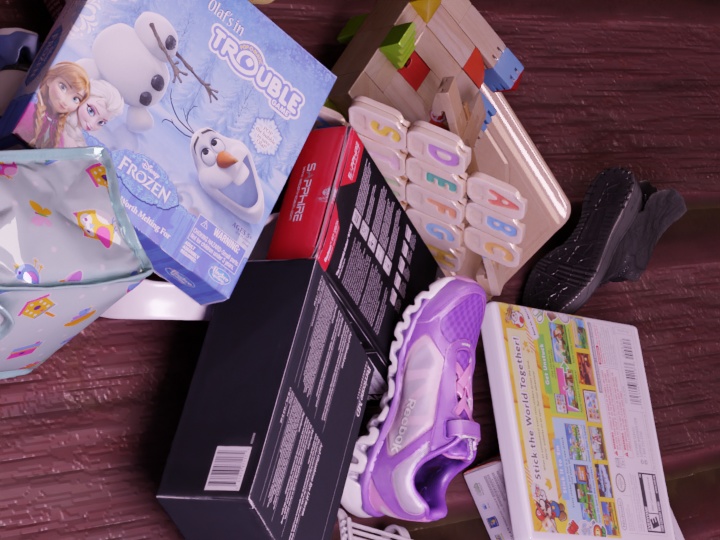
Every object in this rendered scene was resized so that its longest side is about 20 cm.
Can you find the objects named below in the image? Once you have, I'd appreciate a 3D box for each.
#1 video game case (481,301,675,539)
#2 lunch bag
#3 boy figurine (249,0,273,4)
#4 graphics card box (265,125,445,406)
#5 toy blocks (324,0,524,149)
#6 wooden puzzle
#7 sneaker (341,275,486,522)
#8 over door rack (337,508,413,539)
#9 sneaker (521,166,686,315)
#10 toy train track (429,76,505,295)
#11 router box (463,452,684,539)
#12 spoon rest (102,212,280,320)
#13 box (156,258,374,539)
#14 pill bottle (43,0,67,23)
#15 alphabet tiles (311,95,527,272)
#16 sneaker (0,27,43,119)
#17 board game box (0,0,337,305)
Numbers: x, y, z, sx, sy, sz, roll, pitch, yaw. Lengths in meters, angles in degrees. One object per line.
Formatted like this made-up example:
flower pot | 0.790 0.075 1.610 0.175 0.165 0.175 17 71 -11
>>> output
video game case | 0.179 0.132 1.814 0.181 0.023 0.201 10 64 -42
lunch bag | -0.260 0.007 1.395 0.199 0.170 0.123 -11 72 -46
boy figurine | -0.130 -0.280 1.727 0.125 0.064 0.200 -52 119 -27
graphics card box | 0.000 0.000 1.692 0.200 0.051 0.126 54 40 -46
toy blocks | 0.052 -0.149 1.802 0.137 0.100 0.200 47 60 -26
wooden puzzle | 0.077 -0.072 1.872 0.200 0.037 0.186 -41 101 -41
sneaker | 0.059 0.105 1.667 0.080 0.088 0.201 22 90 -49
over door rack | 0.038 0.280 1.631 0.147 0.067 0.201 20 38 -38
sneaker | 0.218 -0.011 1.954 0.200 0.060 0.104 -58 144 -19
toy train track | 0.080 -0.065 1.769 0.115 0.032 0.201 -66 147 -48
router box | 0.192 0.226 1.835 0.179 0.049 0.201 -21 87 -48
spoon rest | -0.103 0.011 1.623 0.199 0.060 0.100 -9 111 -44
box | -0.064 0.113 1.569 0.141 0.078 0.201 61 36 -46
pill bottle | -0.188 -0.229 1.621 0.109 0.109 0.201 -28 93 -48
alphabet tiles | 0.037 -0.064 1.703 0.195 0.200 0.015 24 66 12
sneaker | -0.200 -0.074 1.570 0.199 0.080 0.116 30 56 -23
board game box | -0.134 -0.114 1.545 0.200 0.043 0.200 38 61 -27
